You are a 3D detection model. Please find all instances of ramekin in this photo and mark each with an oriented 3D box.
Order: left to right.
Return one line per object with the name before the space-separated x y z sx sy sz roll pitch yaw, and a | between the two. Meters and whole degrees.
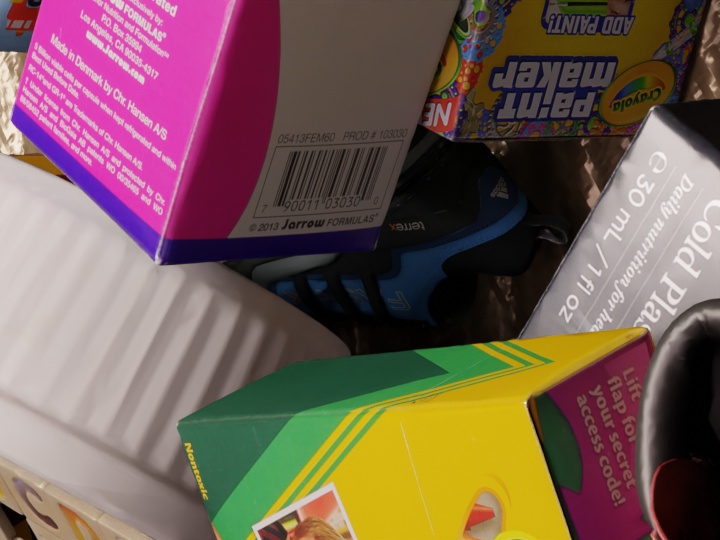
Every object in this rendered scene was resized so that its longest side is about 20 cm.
ramekin | -0.093 0.033 0.882 0.202 0.202 0.095 22 81 43

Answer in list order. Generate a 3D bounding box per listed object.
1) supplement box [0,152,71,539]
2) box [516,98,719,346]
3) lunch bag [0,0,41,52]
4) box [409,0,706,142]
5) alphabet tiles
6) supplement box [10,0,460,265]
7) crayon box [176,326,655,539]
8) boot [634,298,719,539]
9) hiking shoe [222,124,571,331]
supplement box | -0.157 0.058 1.133 0.110 0.085 0.201 -34 69 42
box | 0.144 0.080 0.768 0.196 0.124 0.201 41 117 26
lunch bag | -0.093 -0.186 1.001 0.200 0.150 0.094 -47 60 38
box | 0.032 -0.172 0.893 0.200 0.122 0.194 30 115 41
alphabet tiles | -0.090 0.139 0.928 0.200 0.008 0.168 23 146 43
supplement box | -0.029 -0.115 0.800 0.103 0.101 0.201 41 121 38
crayon box | 0.042 0.124 0.716 0.172 0.058 0.201 -8 105 54
boot | 0.122 0.103 0.620 0.072 0.144 0.201 -10 90 34
hiking shoe | 0.000 0.000 0.971 0.087 0.074 0.200 42 151 -7
